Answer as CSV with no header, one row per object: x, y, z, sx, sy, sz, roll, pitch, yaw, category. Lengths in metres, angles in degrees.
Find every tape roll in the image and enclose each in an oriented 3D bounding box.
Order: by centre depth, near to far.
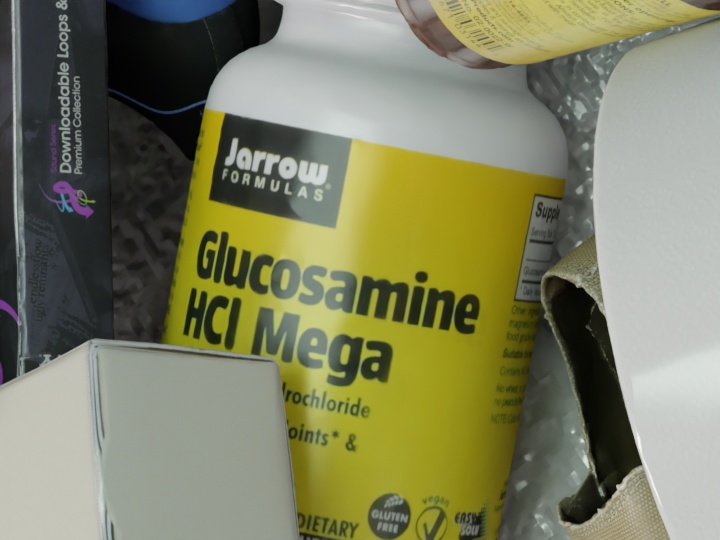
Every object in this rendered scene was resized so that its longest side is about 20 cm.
0.164,0.015,0.774,0.139,0.202,0.204,-19,80,24,tape roll

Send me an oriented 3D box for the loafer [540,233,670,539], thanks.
0.094,0.077,0.865,0.076,0.067,0.201,142,117,-67,loafer

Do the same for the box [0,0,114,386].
-0.130,-0.022,0.950,0.200,0.036,0.144,-16,75,63,box

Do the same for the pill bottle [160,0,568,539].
0.000,0.000,0.904,0.112,0.112,0.201,12,93,26,pill bottle

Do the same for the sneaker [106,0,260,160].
-0.102,-0.108,0.985,0.200,0.070,0.078,42,146,39,sneaker

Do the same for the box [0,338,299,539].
-0.104,0.085,0.874,0.200,0.068,0.083,-22,68,47,box

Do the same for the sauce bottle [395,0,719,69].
0.084,-0.095,0.774,0.200,0.064,0.065,-7,84,56,sauce bottle
